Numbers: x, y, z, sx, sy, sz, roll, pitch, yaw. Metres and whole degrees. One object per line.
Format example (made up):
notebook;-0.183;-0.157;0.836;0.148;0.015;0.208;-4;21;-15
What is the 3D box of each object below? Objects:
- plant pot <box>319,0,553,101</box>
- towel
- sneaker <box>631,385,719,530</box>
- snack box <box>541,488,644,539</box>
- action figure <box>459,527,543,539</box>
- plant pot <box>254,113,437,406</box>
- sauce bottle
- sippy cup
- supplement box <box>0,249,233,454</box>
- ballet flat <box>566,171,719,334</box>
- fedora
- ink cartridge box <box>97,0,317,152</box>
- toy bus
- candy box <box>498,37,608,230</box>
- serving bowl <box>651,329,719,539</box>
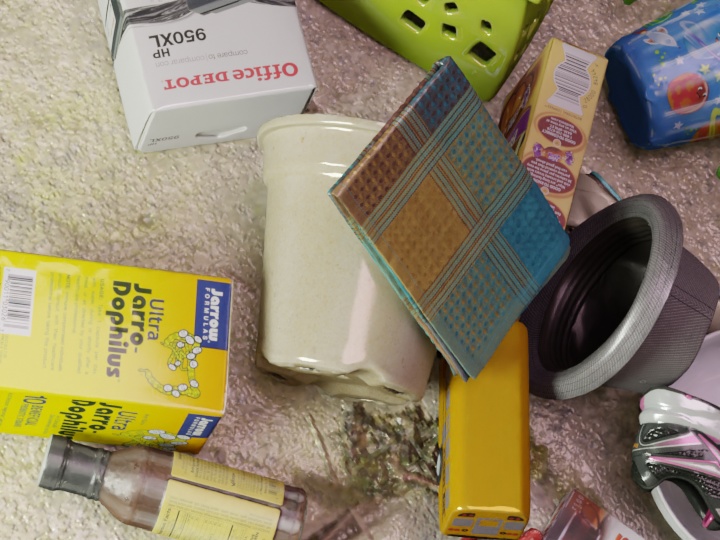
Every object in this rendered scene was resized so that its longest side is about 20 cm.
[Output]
plant pot;0.093;-0.297;1.766;0.198;0.182;0.201;31;64;-2
towel;0.070;-0.037;1.567;0.147;0.022;0.200;-50;124;-20
sneaker;0.298;0.167;1.643;0.198;0.080;0.087;21;77;5
snack box;0.145;0.271;1.651;0.072;0.024;0.201;35;65;-3
action figure;0.063;0.263;1.620;0.065;0.052;0.200;40;67;-4
plant pot;0.000;0.000;1.634;0.198;0.200;0.185;14;77;-10
sauce bottle;-0.141;0.166;1.588;0.198;0.065;0.065;18;66;-8
sippy cup;0.282;-0.166;1.805;0.129;0.178;0.141;-19;120;-11
supplement box;-0.203;0.062;1.584;0.198;0.109;0.111;7;68;-13
ballet flat;0.235;0.005;1.761;0.200;0.070;0.069;44;65;7
fedora;0.213;0.035;1.677;0.090;0.200;0.178;28;63;-19
ink cartridge box;-0.131;-0.211;1.722;0.143;0.084;0.202;-10;73;-19
toy bus;0.095;0.107;1.646;0.064;0.078;0.202;4;62;-5
candy box;0.137;-0.074;1.729;0.056;0.117;0.202;19;65;-9
serving bowl;0.315;0.149;1.718;0.198;0.066;0.202;3;74;-11
